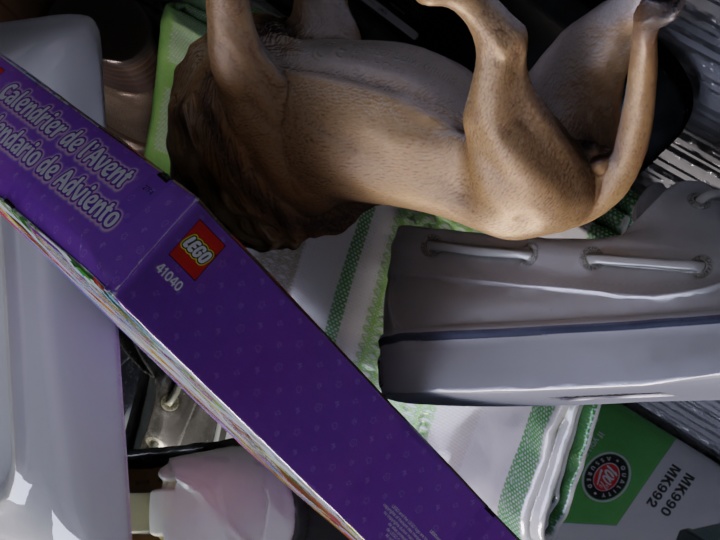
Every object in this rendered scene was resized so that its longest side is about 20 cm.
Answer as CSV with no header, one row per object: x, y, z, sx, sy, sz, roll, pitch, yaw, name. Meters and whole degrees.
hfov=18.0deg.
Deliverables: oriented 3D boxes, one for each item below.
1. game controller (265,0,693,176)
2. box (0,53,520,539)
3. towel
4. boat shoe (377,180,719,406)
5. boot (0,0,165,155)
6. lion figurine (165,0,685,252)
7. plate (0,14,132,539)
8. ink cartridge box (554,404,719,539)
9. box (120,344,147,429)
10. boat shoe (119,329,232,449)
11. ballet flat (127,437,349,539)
0.012,-0.094,0.711,0.200,0.042,0.104,37,149,-1,game controller
-0.042,0.023,0.728,0.137,0.039,0.200,34,169,48,box
0.000,0.000,0.825,0.199,0.031,0.150,27,123,19,towel
0.097,0.005,0.690,0.199,0.066,0.074,-3,171,19,boat shoe
-0.142,-0.116,0.900,0.200,0.070,0.146,44,171,3,boot
0.014,-0.044,0.658,0.199,0.072,0.123,18,132,39,lion figurine
-0.160,0.009,0.851,0.199,0.032,0.201,4,100,48,plate
0.137,0.164,0.934,0.199,0.146,0.084,31,161,16,ink cartridge box
-0.124,0.051,1.042,0.117,0.197,0.200,35,166,37,box
-0.067,0.023,0.926,0.063,0.201,0.071,6,-157,-9,boat shoe
-0.079,0.099,0.881,0.199,0.069,0.068,-7,173,25,ballet flat
